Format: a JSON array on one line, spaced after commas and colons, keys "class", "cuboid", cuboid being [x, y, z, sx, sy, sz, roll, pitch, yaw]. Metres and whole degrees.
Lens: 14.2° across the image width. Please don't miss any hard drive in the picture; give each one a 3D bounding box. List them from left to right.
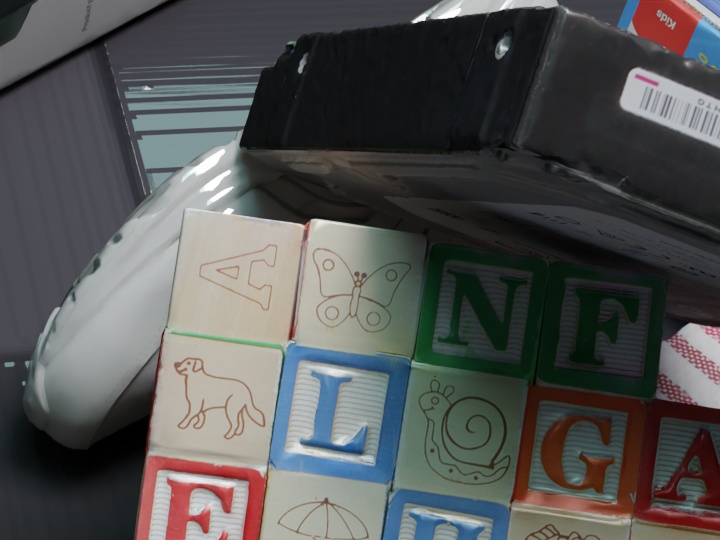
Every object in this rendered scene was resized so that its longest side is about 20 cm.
[{"class": "hard drive", "cuboid": [0.063, -0.020, 0.696, 0.139, 0.038, 0.200, 20, -4, -19]}]

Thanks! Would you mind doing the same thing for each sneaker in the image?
[{"class": "sneaker", "cuboid": [0.000, 0.000, 0.807, 0.200, 0.078, 0.100, -35, 85, -19]}]

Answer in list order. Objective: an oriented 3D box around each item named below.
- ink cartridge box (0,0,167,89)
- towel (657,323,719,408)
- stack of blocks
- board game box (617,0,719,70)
[{"class": "ink cartridge box", "cuboid": [-0.163, -0.116, 0.893, 0.146, 0.083, 0.200, 37, 47, 25]}, {"class": "towel", "cuboid": [0.130, 0.074, 0.797, 0.200, 0.030, 0.146, -31, 58, -34]}, {"class": "stack of blocks", "cuboid": [0.047, 0.057, 0.694, 0.199, 0.059, 0.116, 9, 85, -3]}, {"class": "board game box", "cuboid": [0.202, -0.028, 0.867, 0.200, 0.056, 0.196, -16, 48, -44]}]
